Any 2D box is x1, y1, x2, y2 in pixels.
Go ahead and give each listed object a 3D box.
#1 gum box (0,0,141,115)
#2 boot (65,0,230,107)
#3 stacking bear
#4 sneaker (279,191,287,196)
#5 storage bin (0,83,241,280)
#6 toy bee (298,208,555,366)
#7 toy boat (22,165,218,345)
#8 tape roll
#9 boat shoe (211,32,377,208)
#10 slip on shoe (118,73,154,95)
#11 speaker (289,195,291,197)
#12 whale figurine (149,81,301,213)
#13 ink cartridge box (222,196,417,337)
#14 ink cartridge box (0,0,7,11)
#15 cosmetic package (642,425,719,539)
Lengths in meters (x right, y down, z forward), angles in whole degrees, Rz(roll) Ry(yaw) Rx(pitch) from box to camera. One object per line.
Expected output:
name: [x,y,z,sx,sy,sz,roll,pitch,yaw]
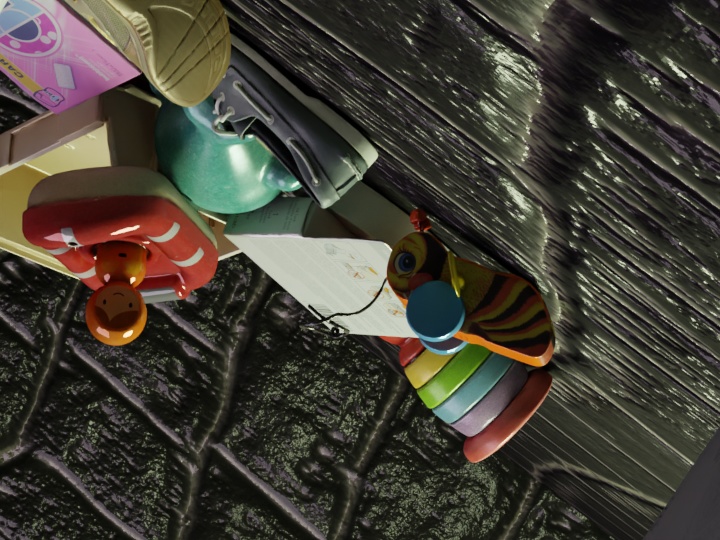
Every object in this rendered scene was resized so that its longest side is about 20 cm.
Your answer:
gum box: [-0.263,-0.216,1.324,0.113,0.067,0.200,-18,134,40]
boot: [-0.181,-0.203,1.133,0.155,0.073,0.200,33,172,33]
stacking bear: [0.087,0.083,1.684,0.200,0.122,0.114,44,177,-1]
sneaker: [-0.103,-0.071,1.601,0.199,0.071,0.073,26,163,40]
storage bin: [-0.222,-0.071,1.515,0.199,0.095,0.198,-18,151,38]
toy bee: [0.062,0.007,1.318,0.197,0.110,0.131,13,168,-7]
toy boat: [-0.203,-0.002,1.392,0.129,0.132,0.200,-7,156,16]
tape roll: [0.020,-0.029,1.506,0.202,0.037,0.203,36,174,4]
boat shoe: [-0.082,-0.122,1.229,0.199,0.062,0.073,37,175,5]
slip on shoe: [-0.183,-0.141,1.557,0.073,0.062,0.199,-1,165,38]
speaker: [-0.024,-0.008,1.698,0.088,0.089,0.200,34,174,28]
whale figurine: [-0.118,-0.106,1.365,0.158,0.104,0.200,37,178,1]
ink cartridge box: [0.000,0.000,1.476,0.172,0.044,0.200,2,154,34]
ink cartridge box: [-0.339,-0.216,1.237,0.047,0.200,0.161,-12,-118,-47]
cosmetic package: [0.193,0.103,0.620,0.122,0.200,0.200,35,174,4]
